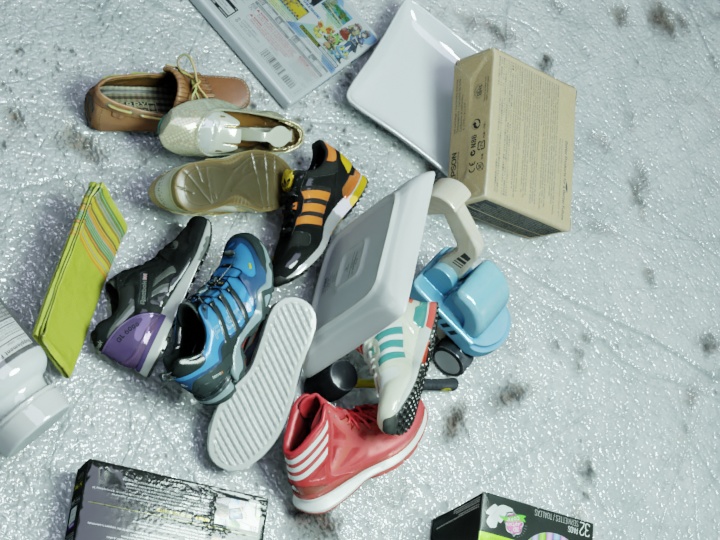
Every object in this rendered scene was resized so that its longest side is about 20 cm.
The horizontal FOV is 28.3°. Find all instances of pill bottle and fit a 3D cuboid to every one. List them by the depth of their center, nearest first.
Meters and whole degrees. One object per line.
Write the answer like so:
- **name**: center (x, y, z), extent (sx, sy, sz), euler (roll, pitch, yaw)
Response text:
- **pill bottle**: center (-0.383, 0.084, 1.423), extent (0.111, 0.111, 0.200), euler (-38, 88, -35)

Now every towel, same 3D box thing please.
- **towel**: center (-0.295, 0.008, 1.524), extent (0.018, 0.086, 0.201), euler (0, 55, 20)

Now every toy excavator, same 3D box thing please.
- **toy excavator**: center (0.117, 0.002, 1.663), extent (0.195, 0.200, 0.100), euler (46, 54, -2)

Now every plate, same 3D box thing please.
- **plate**: center (0.000, 0.000, 1.596), extent (0.032, 0.200, 0.201), euler (29, 52, -22)
- **plate**: center (0.094, -0.226, 1.851), extent (0.199, 0.032, 0.200), euler (35, 56, -9)

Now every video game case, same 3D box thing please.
- **video game case**: center (-0.098, -0.324, 1.815), extent (0.200, 0.022, 0.182), euler (49, 55, 2)

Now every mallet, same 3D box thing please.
- **mallet**: center (0.024, 0.134, 1.659), extent (0.199, 0.066, 0.041), euler (8, 66, -41)

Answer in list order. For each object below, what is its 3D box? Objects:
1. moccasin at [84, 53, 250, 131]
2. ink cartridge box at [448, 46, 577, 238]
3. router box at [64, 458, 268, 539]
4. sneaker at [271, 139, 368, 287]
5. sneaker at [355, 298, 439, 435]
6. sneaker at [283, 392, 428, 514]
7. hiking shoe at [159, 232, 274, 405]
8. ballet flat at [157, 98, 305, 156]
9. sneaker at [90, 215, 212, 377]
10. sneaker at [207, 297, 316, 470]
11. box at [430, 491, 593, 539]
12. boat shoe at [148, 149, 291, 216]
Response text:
- **moccasin**: center (-0.220, -0.205, 1.662), extent (0.200, 0.078, 0.074), euler (0, 67, -27)
- **ink cartridge box**: center (0.193, -0.158, 1.811), extent (0.164, 0.075, 0.202), euler (20, 67, -39)
- **router box**: center (-0.201, 0.288, 1.456), extent (0.199, 0.051, 0.150), euler (16, 63, -20)
- **sneaker**: center (-0.071, -0.069, 1.669), extent (0.090, 0.070, 0.200), euler (47, 52, -17)
- **sneaker**: center (0.027, 0.103, 1.591), extent (0.093, 0.071, 0.200), euler (12, 43, 8)
- **sneaker**: center (-0.005, 0.168, 1.568), extent (0.200, 0.078, 0.116), euler (-40, 130, -36)
- **hiking shoe**: center (-0.151, 0.040, 1.529), extent (0.087, 0.074, 0.201), euler (39, 53, -43)
- **ballet flat**: center (-0.143, -0.164, 1.656), extent (0.199, 0.062, 0.068), euler (-8, 109, -47)
- **sneaker**: center (-0.228, 0.011, 1.562), extent (0.087, 0.076, 0.201), euler (25, 58, -7)
- **sneaker**: center (-0.108, 0.127, 1.572), extent (0.078, 0.079, 0.201), euler (29, 79, -8)
- **box**: center (0.159, 0.368, 1.560), extent (0.148, 0.124, 0.201), euler (18, 61, -18)
- **boat shoe**: center (-0.159, -0.100, 1.645), extent (0.199, 0.066, 0.075), euler (-3, 92, -51)
